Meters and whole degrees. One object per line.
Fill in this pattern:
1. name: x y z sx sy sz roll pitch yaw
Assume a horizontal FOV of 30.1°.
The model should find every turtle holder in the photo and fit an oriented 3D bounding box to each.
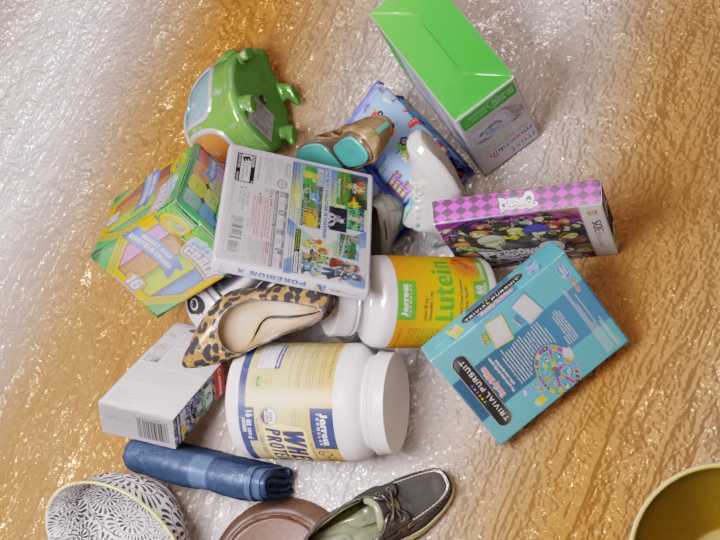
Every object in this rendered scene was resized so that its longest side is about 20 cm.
1. turtle holder: -0.173 -0.229 1.807 0.131 0.141 0.187 -23 75 27

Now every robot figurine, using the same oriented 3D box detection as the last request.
1. robot figurine: -0.135 0.007 1.716 0.200 0.150 0.125 -44 73 3

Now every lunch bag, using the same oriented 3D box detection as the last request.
1. lunch bag: 0.020 -0.117 1.748 0.200 0.094 0.151 -47 66 12

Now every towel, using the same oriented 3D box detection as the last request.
1. towel: -0.190 0.250 1.665 0.199 0.112 0.049 10 87 20

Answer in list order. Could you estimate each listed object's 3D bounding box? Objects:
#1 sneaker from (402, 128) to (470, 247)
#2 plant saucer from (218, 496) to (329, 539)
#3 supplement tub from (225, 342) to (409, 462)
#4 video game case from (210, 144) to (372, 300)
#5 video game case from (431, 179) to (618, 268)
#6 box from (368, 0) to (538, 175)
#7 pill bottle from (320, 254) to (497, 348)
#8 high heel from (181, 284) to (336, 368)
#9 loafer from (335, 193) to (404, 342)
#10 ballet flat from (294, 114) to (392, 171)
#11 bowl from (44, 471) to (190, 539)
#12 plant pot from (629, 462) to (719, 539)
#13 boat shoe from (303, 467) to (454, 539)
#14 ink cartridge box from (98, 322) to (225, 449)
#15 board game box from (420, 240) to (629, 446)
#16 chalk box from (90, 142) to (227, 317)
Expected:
1. sneaker: 0.085 -0.089 1.644 0.088 0.200 0.075 -26 49 8
2. plant saucer: -0.101 0.376 1.638 0.199 0.034 0.201 -5 70 15
3. supplement tub: -0.050 0.160 1.633 0.199 0.144 0.145 -1 72 18
4. video game case: -0.076 -0.059 1.567 0.181 0.022 0.201 12 44 -9
5. video game case: 0.201 -0.051 1.604 0.199 0.181 0.036 -7 70 15
6. box: 0.123 -0.249 1.698 0.097 0.176 0.200 -37 66 2
7. pill bottle: 0.056 0.038 1.610 0.199 0.111 0.112 1 69 -19
8. high heel: -0.122 0.067 1.559 0.200 0.072 0.143 -36 21 -3
9. loafer: 0.000 0.000 1.680 0.070 0.070 0.201 20 107 20
10. ballet flat: -0.015 -0.158 1.677 0.072 0.200 0.068 -43 100 -23
11. bowl: -0.283 0.319 1.664 0.200 0.094 0.202 12 121 20
12. plant pot: 0.394 0.319 1.440 0.199 0.142 0.201 -5 70 15
13. boat shoe: 0.022 0.294 1.592 0.200 0.066 0.072 -27 68 -6
14. ink cartridge box: -0.237 0.144 1.717 0.108 0.051 0.200 10 32 20
15. board game box: 0.195 0.087 1.582 0.200 0.151 0.047 -39 24 2
16. chalk box: -0.210 -0.058 1.643 0.199 0.124 0.125 -31 28 29
